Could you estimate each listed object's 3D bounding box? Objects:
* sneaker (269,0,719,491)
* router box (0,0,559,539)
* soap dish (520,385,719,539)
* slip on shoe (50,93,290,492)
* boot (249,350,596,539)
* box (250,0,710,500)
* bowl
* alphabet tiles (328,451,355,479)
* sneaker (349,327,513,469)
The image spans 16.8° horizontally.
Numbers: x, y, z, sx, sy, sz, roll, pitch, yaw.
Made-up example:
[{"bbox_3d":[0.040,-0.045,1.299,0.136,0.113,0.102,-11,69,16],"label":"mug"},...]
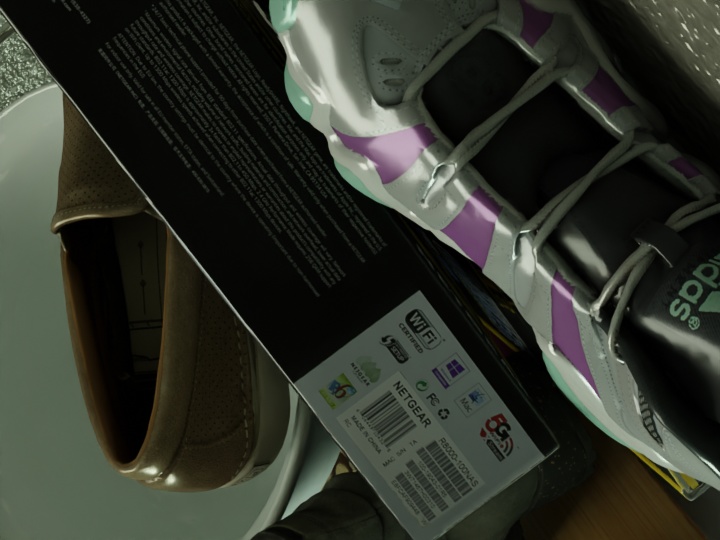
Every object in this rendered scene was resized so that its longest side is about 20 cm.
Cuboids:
[{"bbox_3d":[0.069,-0.011,0.596,0.200,0.078,0.140,43,176,-26],"label":"sneaker"},{"bbox_3d":[-0.030,-0.031,0.715,0.200,0.052,0.157,53,-177,-16],"label":"router box"},{"bbox_3d":[0.129,0.136,0.919,0.158,0.081,0.200,53,-179,-23],"label":"soap dish"},{"bbox_3d":[-0.075,-0.024,0.821,0.060,0.076,0.201,-1,-98,-53],"label":"slip on shoe"},{"bbox_3d":[-0.004,0.102,0.859,0.068,0.130,0.200,55,157,15],"label":"boot"},{"bbox_3d":[0.037,-0.038,0.771,0.200,0.049,0.160,53,175,-34],"label":"box"},{"bbox_3d":[-0.071,0.029,0.913,0.201,0.201,0.090,47,-154,27],"label":"bowl"},{"bbox_3d":[-0.018,0.065,1.199,0.200,0.006,0.167,18,116,59],"label":"alphabet tiles"},{"bbox_3d":[0.000,0.000,0.992,0.081,0.088,0.200,56,-170,-45],"label":"sneaker"}]
